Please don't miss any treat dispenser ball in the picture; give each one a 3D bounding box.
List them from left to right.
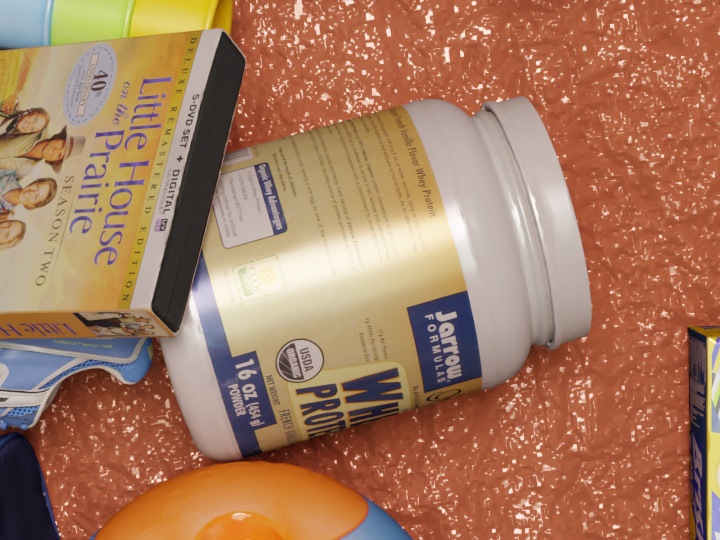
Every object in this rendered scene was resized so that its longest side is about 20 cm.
[{"bbox_3d":[-0.051,0.191,0.808,0.199,0.201,0.203,0,93,3],"label":"treat dispenser ball"}]

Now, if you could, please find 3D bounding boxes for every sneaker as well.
[{"bbox_3d":[-0.194,0.049,0.856,0.199,0.076,0.078,-21,103,15],"label":"sneaker"}]

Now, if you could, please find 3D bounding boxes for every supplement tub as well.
[{"bbox_3d":[0.000,0.000,0.842,0.198,0.144,0.146,-16,92,-3],"label":"supplement tub"}]

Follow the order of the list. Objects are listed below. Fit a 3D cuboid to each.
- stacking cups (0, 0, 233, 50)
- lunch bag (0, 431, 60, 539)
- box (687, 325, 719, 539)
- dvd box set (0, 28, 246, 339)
[{"bbox_3d":[-0.164,-0.135,0.855,0.198,0.061,0.061,14,94,4],"label":"stacking cups"},{"bbox_3d":[-0.221,0.178,0.873,0.131,0.136,0.202,-16,93,4],"label":"lunch bag"},{"bbox_3d":[0.204,0.130,0.883,0.069,0.064,0.202,0,94,3],"label":"box"},{"bbox_3d":[-0.158,-0.038,0.805,0.198,0.029,0.147,-1,62,26],"label":"dvd box set"}]
